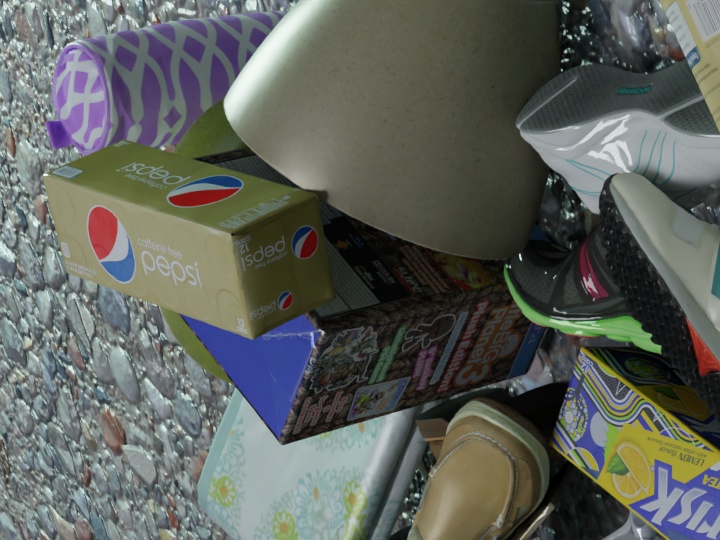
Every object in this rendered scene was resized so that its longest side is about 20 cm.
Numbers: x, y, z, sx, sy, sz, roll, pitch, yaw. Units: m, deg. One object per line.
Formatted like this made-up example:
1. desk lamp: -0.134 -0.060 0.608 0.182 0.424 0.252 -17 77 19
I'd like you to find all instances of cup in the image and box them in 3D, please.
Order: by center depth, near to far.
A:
1. cup: 0.038 -0.119 1.606 0.200 0.200 0.144 42 115 40

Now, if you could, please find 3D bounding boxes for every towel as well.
1. towel: -0.031 0.124 1.940 0.171 0.048 0.201 38 113 45

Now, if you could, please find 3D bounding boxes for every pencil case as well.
1. pencil case: -0.106 -0.125 1.827 0.085 0.199 0.084 -38 64 55

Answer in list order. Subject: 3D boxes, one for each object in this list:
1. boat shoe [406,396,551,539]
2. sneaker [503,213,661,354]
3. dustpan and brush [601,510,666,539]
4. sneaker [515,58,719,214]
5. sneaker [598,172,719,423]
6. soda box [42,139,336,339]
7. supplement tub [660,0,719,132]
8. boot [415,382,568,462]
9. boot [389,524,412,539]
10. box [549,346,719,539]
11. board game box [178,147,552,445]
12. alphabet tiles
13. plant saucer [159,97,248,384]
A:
1. boat shoe: 0.065 0.148 1.683 0.072 0.076 0.200 36 155 14
2. sneaker: 0.158 -0.001 1.586 0.200 0.077 0.084 10 100 55
3. dustpan and brush: 0.176 0.182 1.658 0.139 0.057 0.201 -7 69 30
4. sneaker: 0.178 -0.072 1.493 0.200 0.070 0.080 1 134 50
5. sneaker: 0.210 0.018 1.466 0.200 0.093 0.070 54 164 20
6. soda box: -0.102 -0.020 1.599 0.200 0.064 0.068 18 126 50
7. supplement tub: 0.232 -0.099 1.288 0.201 0.144 0.145 67 152 5
8. boot: 0.101 0.118 1.759 0.076 0.073 0.200 69 162 -4
9. boot: 0.084 0.293 1.921 0.165 0.065 0.201 30 138 52
10. box: 0.199 0.118 1.566 0.200 0.064 0.070 38 119 43
11. board game box: 0.000 0.000 1.700 0.160 0.199 0.097 50 137 32
12. alphabet tiles: 0.069 0.204 1.736 0.006 0.166 0.200 39 108 1
13. plant saucer: -0.051 -0.021 1.798 0.031 0.200 0.201 6 114 48
